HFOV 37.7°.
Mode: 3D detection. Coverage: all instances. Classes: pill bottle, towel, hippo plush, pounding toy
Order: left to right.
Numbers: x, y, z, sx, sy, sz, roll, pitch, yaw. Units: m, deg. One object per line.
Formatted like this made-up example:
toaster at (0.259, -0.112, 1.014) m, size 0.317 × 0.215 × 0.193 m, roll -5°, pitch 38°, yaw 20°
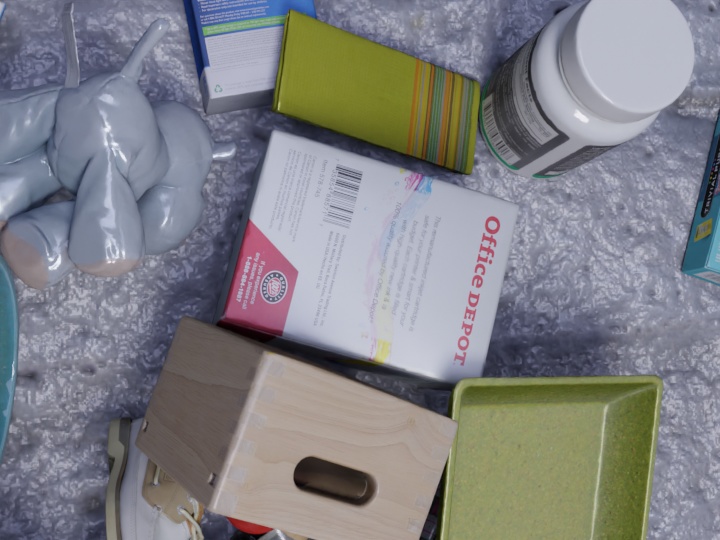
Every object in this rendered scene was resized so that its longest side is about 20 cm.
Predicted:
hippo plush at (-0.191, -0.088, 0.795) m, size 0.157 × 0.161 × 0.203 m, roll 14°, pitch 98°, yaw 18°
pounding toy at (-0.031, 0.141, 0.724) m, size 0.198 × 0.183 × 0.144 m, roll 23°, pitch 85°, yaw -29°
towel at (0.018, -0.143, 0.871) m, size 0.198 × 0.018 × 0.087 m, roll 14°, pitch 77°, yaw -33°
pill bottle at (0.176, -0.147, 0.846) m, size 0.111 × 0.200 × 0.115 m, roll 1°, pitch 83°, yaw -13°

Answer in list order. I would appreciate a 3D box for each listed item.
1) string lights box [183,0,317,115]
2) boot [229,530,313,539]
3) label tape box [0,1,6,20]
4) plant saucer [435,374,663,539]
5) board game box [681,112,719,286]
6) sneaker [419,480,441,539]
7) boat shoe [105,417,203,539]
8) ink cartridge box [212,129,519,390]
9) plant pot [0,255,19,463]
string lights box at (-0.097, -0.240, 0.871) m, size 0.101 × 0.059 × 0.203 m, roll -10°, pitch 86°, yaw -13°
boot at (-0.003, 0.266, 0.788) m, size 0.072 × 0.181 × 0.202 m, roll -31°, pitch 93°, yaw -39°
label tape box at (-0.379, -0.168, 0.764) m, size 0.198 × 0.066 × 0.145 m, roll 22°, pitch 91°, yaw -28°
plant saucer at (0.131, 0.175, 0.793) m, size 0.197 × 0.048 × 0.203 m, roll 3°, pitch 95°, yaw -30°
board game box at (0.391, -0.072, 0.962) m, size 0.149 × 0.047 × 0.203 m, roll 18°, pitch 81°, yaw -9°
sneaker at (0.082, 0.203, 0.858) m, size 0.199 × 0.081 × 0.089 m, roll -32°, pitch 90°, yaw -21°
boat shoe at (-0.146, 0.174, 0.756) m, size 0.067 × 0.201 × 0.076 m, roll -4°, pitch 124°, yaw -10°
ink cartridge box at (0.000, 0.000, 0.822) m, size 0.197 × 0.145 × 0.147 m, roll 17°, pitch 81°, yaw -8°
plant pot at (-0.360, 0.076, 0.726) m, size 0.193 × 0.200 × 0.203 m, roll 7°, pitch 83°, yaw -3°
